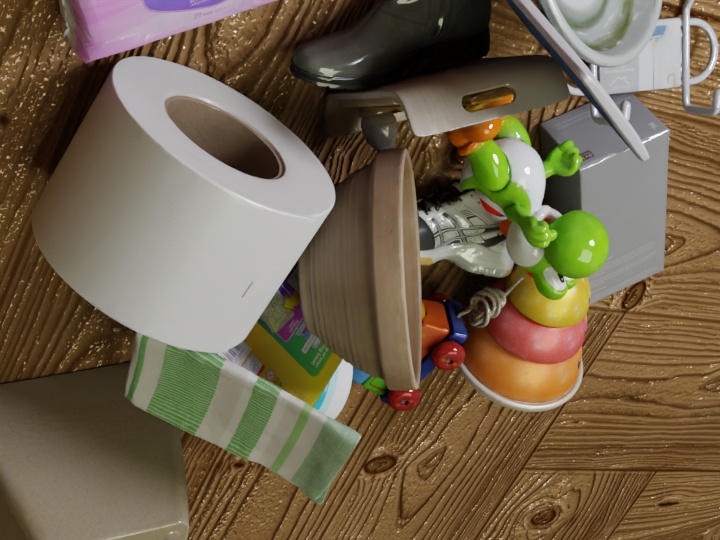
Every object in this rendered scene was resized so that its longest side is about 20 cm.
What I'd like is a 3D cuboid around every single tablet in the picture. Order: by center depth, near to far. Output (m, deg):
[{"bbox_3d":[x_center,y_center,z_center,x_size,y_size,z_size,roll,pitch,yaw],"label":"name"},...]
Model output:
[{"bbox_3d":[0.155,-0.177,1.143,0.014,0.200,0.130,-39,139,9],"label":"tablet"}]

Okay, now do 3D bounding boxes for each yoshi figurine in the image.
[{"bbox_3d":[0.165,-0.068,1.313,0.112,0.112,0.201,-29,107,-2],"label":"yoshi figurine"}]

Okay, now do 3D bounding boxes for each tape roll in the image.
[{"bbox_3d":[-0.138,-0.053,1.134,0.202,0.203,0.140,16,120,-41],"label":"tape roll"}]

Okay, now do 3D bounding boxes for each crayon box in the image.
[{"bbox_3d":[-0.066,0.040,1.278,0.119,0.058,0.201,47,62,-29],"label":"crayon box"}]

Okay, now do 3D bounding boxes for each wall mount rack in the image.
[{"bbox_3d":[0.276,-0.227,1.342,0.199,0.074,0.175,-9,105,-27],"label":"wall mount rack"}]

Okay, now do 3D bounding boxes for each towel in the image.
[{"bbox_3d":[-0.104,0.120,1.204,0.023,0.199,0.153,-60,177,-30],"label":"towel"}]

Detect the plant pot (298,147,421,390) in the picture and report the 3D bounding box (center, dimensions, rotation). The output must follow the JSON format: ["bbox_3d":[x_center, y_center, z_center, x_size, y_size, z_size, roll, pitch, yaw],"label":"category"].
[{"bbox_3d":[0.000,0.000,1.209,0.092,0.202,0.202,-2,136,6],"label":"plant pot"}]

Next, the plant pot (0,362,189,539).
[{"bbox_3d":[-0.255,0.227,1.336,0.199,0.177,0.201,-9,133,-27],"label":"plant pot"}]

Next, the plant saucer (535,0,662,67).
[{"bbox_3d":[0.183,-0.267,1.206,0.199,0.050,0.202,5,84,-47],"label":"plant saucer"}]

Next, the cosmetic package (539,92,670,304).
[{"bbox_3d":[0.245,-0.071,1.455,0.106,0.090,0.201,-22,134,-14],"label":"cosmetic package"}]

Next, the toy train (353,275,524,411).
[{"bbox_3d":[0.053,0.043,1.425,0.115,0.085,0.200,26,124,-30],"label":"toy train"}]

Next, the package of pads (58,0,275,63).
[{"bbox_3d":[-0.133,-0.241,1.055,0.199,0.076,0.121,-21,138,-15],"label":"package of pads"}]

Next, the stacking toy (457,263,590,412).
[{"bbox_3d":[0.183,0.032,1.441,0.145,0.147,0.201,-9,143,-26],"label":"stacking toy"}]

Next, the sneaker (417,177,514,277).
[{"bbox_3d":[0.072,-0.052,1.383,0.199,0.076,0.088,6,106,-38],"label":"sneaker"}]

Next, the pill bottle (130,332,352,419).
[{"bbox_3d":[-0.112,0.087,1.349,0.199,0.111,0.111,12,121,-39],"label":"pill bottle"}]

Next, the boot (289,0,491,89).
[{"bbox_3d":[0.029,-0.231,1.192,0.199,0.068,0.131,-18,129,-26],"label":"boot"}]

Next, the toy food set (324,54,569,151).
[{"bbox_3d":[0.067,-0.136,1.213,0.143,0.200,0.061,-16,102,-20],"label":"toy food set"}]
